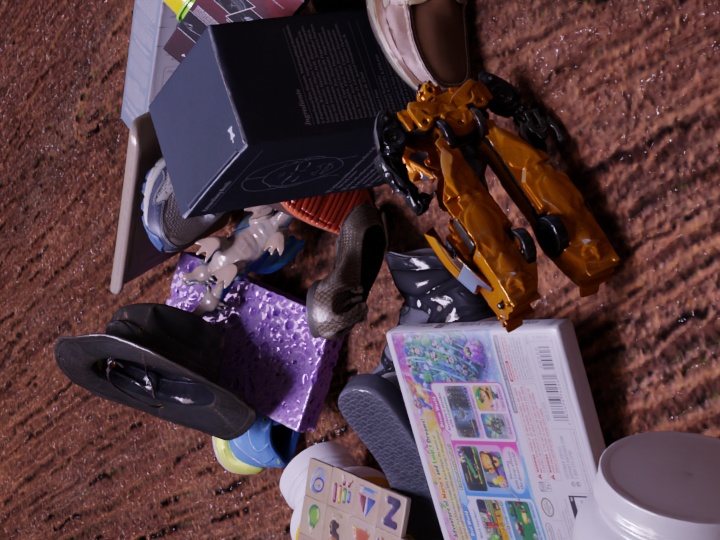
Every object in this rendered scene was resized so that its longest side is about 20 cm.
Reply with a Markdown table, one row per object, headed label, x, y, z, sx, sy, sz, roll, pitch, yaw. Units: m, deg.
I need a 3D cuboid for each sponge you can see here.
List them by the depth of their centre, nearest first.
| label | x | y | z | sx | sy | sz | roll | pitch | yaw |
| --- | --- | --- | --- | --- | --- | --- | --- | --- | --- |
| sponge | -0.108 | 0.066 | 1.785 | 0.199 | 0.030 | 0.112 | 23 | 98 | 35 |

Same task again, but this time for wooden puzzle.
| label | x | y | z | sx | sy | sz | roll | pitch | yaw |
| --- | --- | --- | --- | --- | --- | --- | --- | --- | --- |
| wooden puzzle | -0.174 | -0.093 | 1.791 | 0.037 | 0.200 | 0.186 | 26 | 126 | 20 |

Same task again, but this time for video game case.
| label | x | y | z | sx | sy | sz | roll | pitch | yaw |
| --- | --- | --- | --- | --- | --- | --- | --- | --- | --- |
| video game case | 0.114 | 0.135 | 1.449 | 0.181 | 0.024 | 0.201 | -4 | 107 | 47 |

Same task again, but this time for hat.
| label | x | y | z | sx | sy | sz | roll | pitch | yaw |
| --- | --- | --- | --- | --- | --- | --- | --- | --- | --- |
| hat | -0.181 | 0.079 | 1.749 | 0.200 | 0.200 | 0.081 | -29 | 36 | 59 |

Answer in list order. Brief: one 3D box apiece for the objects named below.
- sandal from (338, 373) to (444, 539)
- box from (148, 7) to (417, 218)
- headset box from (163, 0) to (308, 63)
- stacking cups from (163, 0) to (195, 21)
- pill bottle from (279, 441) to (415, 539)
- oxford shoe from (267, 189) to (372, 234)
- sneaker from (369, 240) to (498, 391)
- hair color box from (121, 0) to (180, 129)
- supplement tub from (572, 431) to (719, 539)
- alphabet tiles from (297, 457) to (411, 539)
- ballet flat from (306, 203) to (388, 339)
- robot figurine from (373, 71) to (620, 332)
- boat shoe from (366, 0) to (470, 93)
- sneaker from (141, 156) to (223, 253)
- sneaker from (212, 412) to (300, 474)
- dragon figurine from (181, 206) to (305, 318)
| label | x | y | z | sx | sy | sz | roll | pitch | yaw |
| --- | --- | --- | --- | --- | --- | --- | --- | --- | --- |
| sandal | 0.054 | 0.161 | 1.561 | 0.076 | 0.043 | 0.201 | -6 | 123 | 38 |
| box | -0.049 | -0.131 | 1.543 | 0.148 | 0.199 | 0.108 | -40 | 65 | 56 |
| headset box | -0.068 | -0.255 | 1.577 | 0.077 | 0.149 | 0.200 | 39 | 146 | -7 |
| stacking cups | -0.103 | -0.204 | 1.693 | 0.200 | 0.060 | 0.061 | 45 | 145 | 1 |
| pill bottle | 0.004 | 0.245 | 1.663 | 0.200 | 0.104 | 0.105 | 52 | 140 | 38 |
| oxford shoe | -0.079 | -0.090 | 1.649 | 0.071 | 0.199 | 0.072 | -62 | 16 | -20 |
| sneaker | 0.049 | 0.044 | 1.559 | 0.200 | 0.075 | 0.114 | -38 | 66 | 51 |
| hair color box | -0.166 | -0.222 | 1.815 | 0.061 | 0.098 | 0.201 | 51 | 139 | 42 |
| supplement tub | 0.209 | 0.224 | 1.265 | 0.144 | 0.144 | 0.201 | 36 | 129 | 50 |
| alphabet tiles | 0.007 | 0.262 | 1.572 | 0.199 | 0.008 | 0.168 | 16 | 99 | 49 |
| ballet flat | 0.000 | 0.000 | 1.565 | 0.046 | 0.200 | 0.068 | -5 | 112 | 16 |
| robot figurine | 0.094 | -0.057 | 1.387 | 0.201 | 0.144 | 0.058 | 57 | 155 | 25 |
| boat shoe | 0.046 | -0.238 | 1.472 | 0.074 | 0.075 | 0.201 | -27 | 76 | 56 |
| sneaker | -0.122 | -0.094 | 1.708 | 0.085 | 0.200 | 0.077 | -3 | 130 | 46 |
| sneaker | -0.095 | 0.103 | 1.844 | 0.105 | 0.076 | 0.201 | 3 | 102 | 41 |
| dragon figurine | -0.091 | -0.029 | 1.728 | 0.059 | 0.200 | 0.099 | 53 | -173 | 5 |
